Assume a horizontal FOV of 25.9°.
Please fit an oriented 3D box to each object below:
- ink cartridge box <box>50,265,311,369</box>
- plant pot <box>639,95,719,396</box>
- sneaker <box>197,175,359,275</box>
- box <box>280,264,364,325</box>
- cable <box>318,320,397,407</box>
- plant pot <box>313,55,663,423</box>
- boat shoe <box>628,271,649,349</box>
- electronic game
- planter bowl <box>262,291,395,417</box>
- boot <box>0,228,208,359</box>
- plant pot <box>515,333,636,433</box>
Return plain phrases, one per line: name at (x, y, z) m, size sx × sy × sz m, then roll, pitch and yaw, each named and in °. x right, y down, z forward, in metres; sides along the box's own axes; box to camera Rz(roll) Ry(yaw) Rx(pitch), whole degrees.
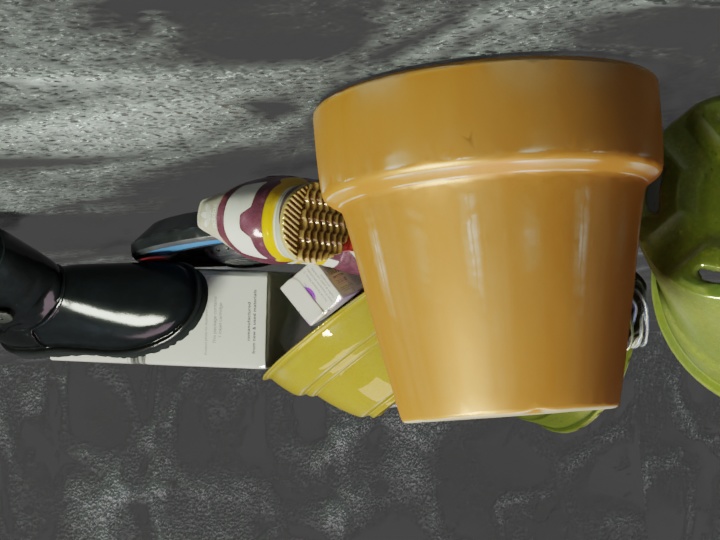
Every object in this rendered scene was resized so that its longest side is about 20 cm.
ink cartridge box at (-0.155, 0.040, 1.380) m, size 0.199 × 0.083 × 0.147 m, roll 1°, pitch 180°, yaw 14°
plant pot at (0.261, -0.022, 1.002) m, size 0.199 × 0.202 × 0.184 m, roll -7°, pitch 162°, yaw 24°
sneaker at (-0.036, -0.037, 1.143) m, size 0.090 × 0.075 × 0.200 m, roll 8°, pitch 178°, yaw 29°
box at (0.000, 0.000, 1.267) m, size 0.039 × 0.042 × 0.200 m, roll -40°, pitch 174°, yaw 24°
cable at (0.035, 0.106, 2.094) m, size 0.199 × 0.070 × 0.200 m, roll 3°, pitch -148°, yaw -22°
plant pot at (0.079, -0.009, 0.895) m, size 0.199 × 0.184 × 0.200 m, roll -5°, pitch 174°, yaw -1°
boat shoe at (0.154, 0.024, 1.038) m, size 0.072 × 0.073 × 0.200 m, roll -4°, pitch -158°, yaw 2°
electronic game at (-0.092, -0.023, 1.314) m, size 0.199 × 0.042 × 0.200 m, roll -5°, pitch 174°, yaw -1°
planter bowl at (0.023, 0.063, 1.291) m, size 0.200 × 0.084 × 0.200 m, roll -35°, pitch 175°, yaw -4°
boot at (-0.242, 0.014, 1.230) m, size 0.199 × 0.077 × 0.168 m, roll -8°, pitch 158°, yaw 19°
plant pot at (0.121, 0.037, 1.457) m, size 0.192 × 0.202 × 0.200 m, roll 12°, pitch 167°, yaw -25°
